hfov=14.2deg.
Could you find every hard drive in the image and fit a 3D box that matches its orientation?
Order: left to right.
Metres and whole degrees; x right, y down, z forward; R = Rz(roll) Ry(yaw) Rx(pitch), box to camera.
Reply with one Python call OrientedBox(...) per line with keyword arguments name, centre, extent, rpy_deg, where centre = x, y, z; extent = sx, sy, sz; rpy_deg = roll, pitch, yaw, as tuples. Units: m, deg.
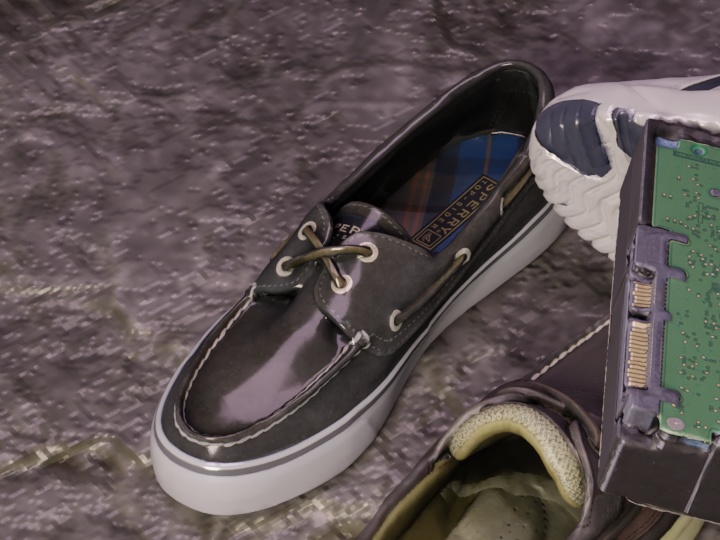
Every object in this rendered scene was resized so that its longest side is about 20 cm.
OrientedBox(name="hard drive", centre=(0.173, 0.032, 0.870), extent=(0.200, 0.038, 0.140), rpy_deg=(14, 42, -5))

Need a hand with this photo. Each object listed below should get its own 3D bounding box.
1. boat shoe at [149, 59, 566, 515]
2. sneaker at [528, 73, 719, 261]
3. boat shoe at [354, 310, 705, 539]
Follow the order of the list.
OrientedBox(name="boat shoe", centre=(0.000, 0.000, 0.948), extent=(0.069, 0.057, 0.200), rpy_deg=(24, 50, 29))
OrientedBox(name="sneaker", centre=(0.159, -0.058, 0.976), extent=(0.199, 0.080, 0.130), rpy_deg=(2, 41, 6))
OrientedBox(name="boat shoe", centre=(0.052, 0.068, 0.860), extent=(0.072, 0.066, 0.201), rpy_deg=(22, 49, 28))
